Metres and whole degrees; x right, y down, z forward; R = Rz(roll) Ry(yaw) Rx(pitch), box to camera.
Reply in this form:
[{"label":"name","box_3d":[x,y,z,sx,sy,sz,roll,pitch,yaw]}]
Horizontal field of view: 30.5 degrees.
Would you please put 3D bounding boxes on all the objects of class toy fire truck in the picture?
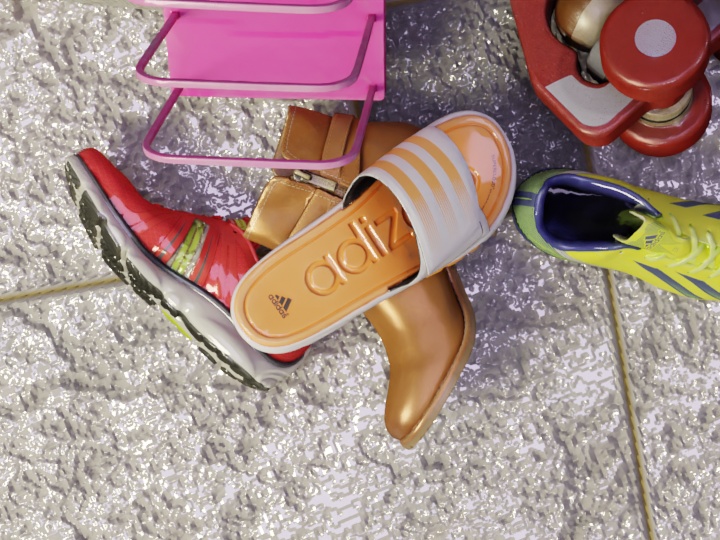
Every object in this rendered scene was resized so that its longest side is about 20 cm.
[{"label":"toy fire truck","box_3d":[0.183,-0.182,0.838,0.200,0.112,0.168,-41,67,1]}]

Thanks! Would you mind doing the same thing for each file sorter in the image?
[{"label":"file sorter","box_3d":[-0.059,-0.171,0.750,0.138,0.126,0.201,2,121,5]}]

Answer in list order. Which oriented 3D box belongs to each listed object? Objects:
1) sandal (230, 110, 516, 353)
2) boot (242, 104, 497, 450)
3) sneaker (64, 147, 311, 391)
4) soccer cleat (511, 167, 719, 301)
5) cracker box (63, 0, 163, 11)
[{"label":"sandal","box_3d":[0.016,-0.021,0.783,0.206,0.059,0.079,-38,89,-13]},{"label":"boot","box_3d":[0.000,0.000,0.837,0.154,0.077,0.201,16,86,-11]},{"label":"sneaker","box_3d":[-0.109,-0.011,0.863,0.200,0.077,0.085,45,72,-5]},{"label":"soccer cleat","box_3d":[0.194,-0.020,0.842,0.199,0.084,0.065,13,91,0]},{"label":"cracker box","box_3d":[-0.161,-0.241,0.854,0.198,0.058,0.135,7,93,1]}]
